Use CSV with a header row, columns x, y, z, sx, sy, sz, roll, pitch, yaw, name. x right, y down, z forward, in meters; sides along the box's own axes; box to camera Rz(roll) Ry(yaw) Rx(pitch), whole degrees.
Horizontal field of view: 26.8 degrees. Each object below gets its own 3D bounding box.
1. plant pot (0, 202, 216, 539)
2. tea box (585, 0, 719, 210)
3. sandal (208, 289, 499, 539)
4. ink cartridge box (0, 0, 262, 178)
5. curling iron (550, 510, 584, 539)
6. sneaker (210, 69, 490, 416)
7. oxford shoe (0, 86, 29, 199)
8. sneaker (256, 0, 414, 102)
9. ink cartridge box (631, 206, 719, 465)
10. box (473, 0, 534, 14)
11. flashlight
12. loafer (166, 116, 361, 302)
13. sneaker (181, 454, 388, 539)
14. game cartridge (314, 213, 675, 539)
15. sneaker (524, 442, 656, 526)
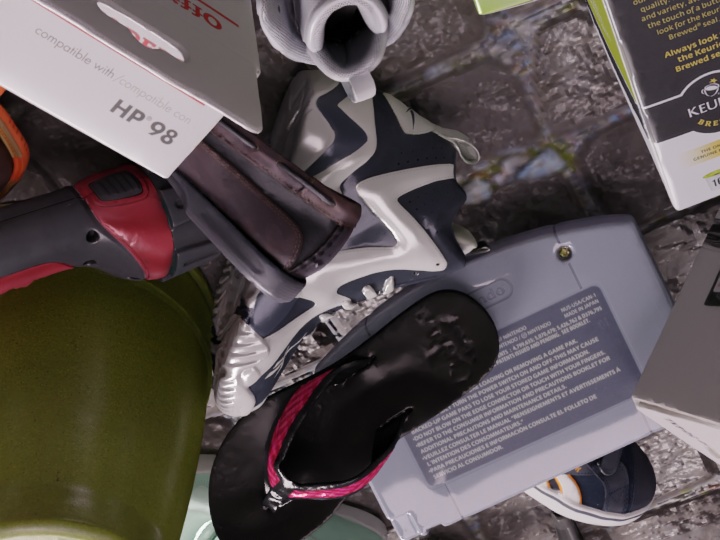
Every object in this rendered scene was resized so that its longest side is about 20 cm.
x,y,z,sx,sy,sz,roll,pitch,yaw,name
-0.170,0.102,0.802,0.199,0.194,0.201,-4,132,-5,plant pot
0.191,-0.166,0.663,0.199,0.134,0.197,-21,133,9,tea box
-0.010,0.085,0.821,0.200,0.045,0.075,-41,95,13,sandal
-0.108,-0.119,0.609,0.115,0.201,0.067,30,121,-30,ink cartridge box
0.173,0.227,1.082,0.049,0.026,0.201,7,139,37,curling iron
0.000,0.000,0.805,0.129,0.080,0.200,13,108,-17,sneaker
-0.200,-0.063,0.686,0.071,0.073,0.200,36,159,4,oxford shoe
-0.018,-0.170,0.636,0.075,0.115,0.201,-12,132,0,sneaker
0.253,0.018,0.804,0.146,0.084,0.201,31,81,-33,ink cartridge box
0.026,-0.219,0.580,0.036,0.145,0.201,-17,132,12,box
-0.167,-0.004,0.739,0.199,0.068,0.068,-22,95,-28,flashlight
-0.081,-0.077,0.714,0.063,0.072,0.200,-41,96,9,loafer
-0.064,0.191,0.951,0.199,0.119,0.074,19,128,-23,sneaker
0.082,0.054,0.845,0.199,0.042,0.134,-25,93,11,game cartridge
0.121,0.092,0.920,0.199,0.079,0.079,27,128,-27,sneaker
